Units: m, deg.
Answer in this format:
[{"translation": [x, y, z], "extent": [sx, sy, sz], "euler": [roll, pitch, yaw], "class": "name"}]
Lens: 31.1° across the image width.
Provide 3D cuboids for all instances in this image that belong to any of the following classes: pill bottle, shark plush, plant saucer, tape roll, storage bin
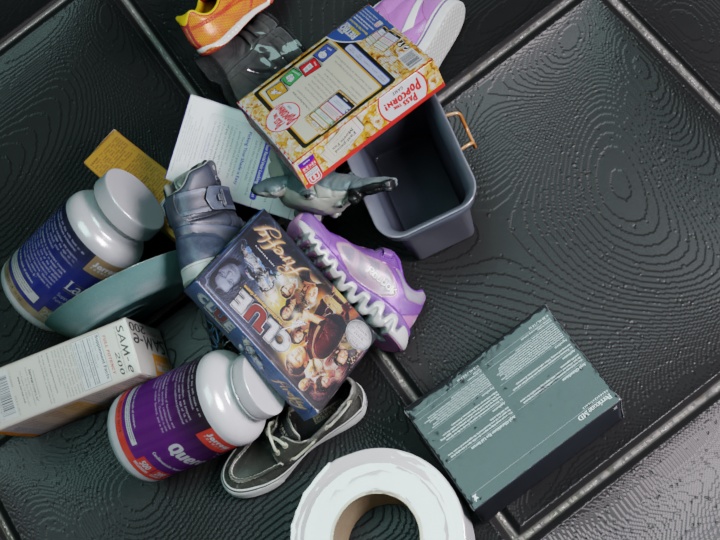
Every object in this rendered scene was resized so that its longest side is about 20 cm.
[{"translation": [-0.340, -0.026, 1.594], "extent": [0.200, 0.115, 0.116], "euler": [-41, 63, 21], "class": "pill bottle"}, {"translation": [-0.045, -0.110, 1.477], "extent": [0.199, 0.090, 0.084], "euler": [5, 74, 55], "class": "shark plush"}, {"translation": [-0.279, 0.035, 1.551], "extent": [0.199, 0.200, 0.036], "euler": [-28, 84, 3], "class": "plant saucer"}, {"translation": [0.024, 0.300, 1.429], "extent": [0.200, 0.071, 0.205], "euler": [-5, 69, 14], "class": "tape roll"}, {"translation": [0.070, -0.120, 1.541], "extent": [0.144, 0.134, 0.201], "euler": [-25, 66, 5], "class": "storage bin"}, {"translation": [-0.186, 0.162, 1.486], "extent": [0.199, 0.112, 0.114], "euler": [-25, 63, 27], "class": "pill bottle"}]

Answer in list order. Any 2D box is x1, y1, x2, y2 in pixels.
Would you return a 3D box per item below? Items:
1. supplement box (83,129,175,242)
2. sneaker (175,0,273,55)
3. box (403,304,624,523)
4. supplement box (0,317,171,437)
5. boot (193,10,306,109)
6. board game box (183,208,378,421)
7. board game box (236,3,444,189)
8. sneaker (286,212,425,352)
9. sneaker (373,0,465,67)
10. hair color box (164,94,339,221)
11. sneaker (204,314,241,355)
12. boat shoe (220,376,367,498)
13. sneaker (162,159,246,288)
[{"translation": [-0.261, -0.097, 1.659], "extent": [0.199, 0.067, 0.069], "euler": [35, 82, 23], "class": "supplement box"}, {"translation": [-0.165, -0.363, 1.697], "extent": [0.073, 0.077, 0.200], "euler": [-13, 30, 41], "class": "sneaker"}, {"translation": [0.171, 0.159, 1.438], "extent": [0.199, 0.079, 0.142], "euler": [-36, 62, -1], "class": "box"}, {"translation": [-0.339, 0.130, 1.554], "extent": [0.198, 0.126, 0.074], "euler": [-21, 78, 6], "class": "supplement box"}, {"translation": [-0.117, -0.247, 1.680], "extent": [0.131, 0.070, 0.201], "euler": [-36, 69, -6], "class": "boot"}, {"translation": [-0.086, 0.049, 1.453], "extent": [0.200, 0.035, 0.136], "euler": [48, 52, -11], "class": "board game box"}, {"translation": [-0.025, -0.204, 1.493], "extent": [0.199, 0.046, 0.152], "euler": [-37, 47, -5], "class": "board game box"}, {"translation": [0.000, 0.000, 1.520], "extent": [0.200, 0.080, 0.089], "euler": [46, 70, -10], "class": "sneaker"}, {"translation": [0.039, -0.273, 1.648], "extent": [0.113, 0.073, 0.201], "euler": [23, 67, 25], "class": "sneaker"}, {"translation": [-0.127, -0.133, 1.590], "extent": [0.198, 0.065, 0.110], "euler": [18, 92, 0], "class": "hair color box"}, {"translation": [-0.158, 0.072, 1.558], "extent": [0.073, 0.082, 0.202], "euler": [-24, 66, 5], "class": "sneaker"}, {"translation": [-0.084, 0.188, 1.503], "extent": [0.199, 0.064, 0.071], "euler": [-37, 66, -1], "class": "boat shoe"}, {"translation": [-0.149, -0.058, 1.536], "extent": [0.077, 0.201, 0.148], "euler": [-29, 75, 33], "class": "sneaker"}]
